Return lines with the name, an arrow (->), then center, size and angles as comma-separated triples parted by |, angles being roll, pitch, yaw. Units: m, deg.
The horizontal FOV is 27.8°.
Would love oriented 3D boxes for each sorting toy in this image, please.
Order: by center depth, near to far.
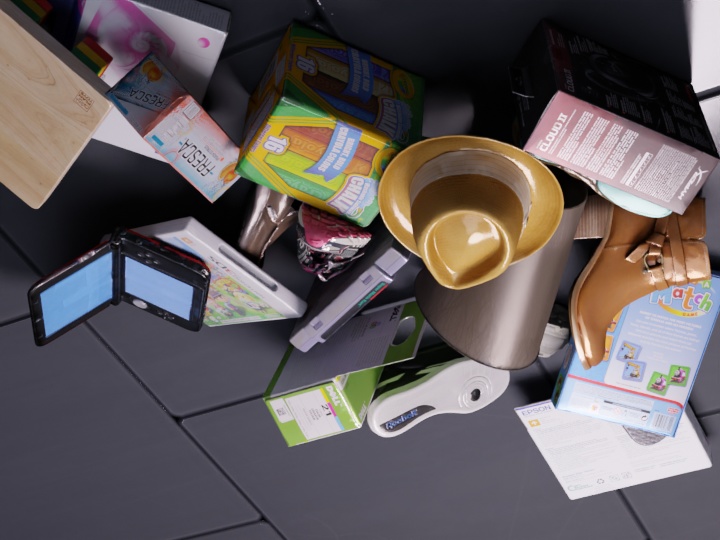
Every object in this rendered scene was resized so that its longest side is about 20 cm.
sorting toy -> -0.353, -0.195, 1.480 | 0.200, 0.070, 0.199 | 40, 134, -7

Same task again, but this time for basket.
basket -> 0.158, -0.025, 1.581 | 0.136, 0.181, 0.201 | -7, 134, -32

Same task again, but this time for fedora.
fedora -> 0.104, -0.044, 1.426 | 0.200, 0.082, 0.201 | 7, 142, 5

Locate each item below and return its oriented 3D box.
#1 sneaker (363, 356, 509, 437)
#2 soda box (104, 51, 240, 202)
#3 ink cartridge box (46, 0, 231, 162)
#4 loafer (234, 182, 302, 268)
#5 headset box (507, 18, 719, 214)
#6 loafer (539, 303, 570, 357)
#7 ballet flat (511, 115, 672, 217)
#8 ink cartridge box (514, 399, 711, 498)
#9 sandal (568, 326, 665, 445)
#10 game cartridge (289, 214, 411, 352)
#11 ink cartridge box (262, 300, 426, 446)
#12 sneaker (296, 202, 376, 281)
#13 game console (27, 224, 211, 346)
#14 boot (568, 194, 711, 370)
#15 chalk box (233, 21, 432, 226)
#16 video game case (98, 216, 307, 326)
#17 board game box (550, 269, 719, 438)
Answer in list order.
sneaker -> 0.077, 0.137, 1.814 | 0.199, 0.112, 0.073 | -16, 112, -23
soda box -> -0.179, -0.140, 1.462 | 0.064, 0.068, 0.200 | -42, 158, -1
ink cartridge box -> -0.255, -0.215, 1.502 | 0.199, 0.043, 0.197 | 16, 136, -12
loafer -> -0.092, -0.067, 1.612 | 0.071, 0.073, 0.200 | 14, 137, -9
headset box -> 0.237, -0.155, 1.424 | 0.199, 0.149, 0.077 | 19, 124, -15
loafer -> 0.156, 0.056, 1.715 | 0.199, 0.070, 0.070 | 20, 126, -15
ballet flat -> 0.244, -0.121, 1.519 | 0.199, 0.072, 0.068 | 21, 118, -15
ink cartridge box -> 0.324, 0.201, 1.856 | 0.196, 0.043, 0.200 | -17, 128, 22
sandal -> 0.303, 0.122, 1.732 | 0.076, 0.043, 0.201 | -27, 109, 3
game cartridge -> 0.000, 0.000, 1.631 | 0.038, 0.130, 0.200 | 34, 131, -16
ink cartridge box -> 0.001, 0.118, 1.730 | 0.199, 0.148, 0.076 | -17, 113, 23
sneaker -> -0.034, -0.026, 1.565 | 0.080, 0.200, 0.075 | 31, 90, 6
game console -> -0.274, 0.043, 1.667 | 0.172, 0.119, 0.200 | 24, 157, 0
boot -> 0.306, 0.010, 1.599 | 0.154, 0.077, 0.201 | -1, 92, 8
chalk box -> -0.010, -0.139, 1.492 | 0.199, 0.124, 0.125 | 21, 135, -15
video game case -> -0.184, 0.006, 1.677 | 0.182, 0.022, 0.200 | 38, 154, -29
board game box -> 0.322, 0.081, 1.678 | 0.151, 0.037, 0.201 | 14, 105, -8
